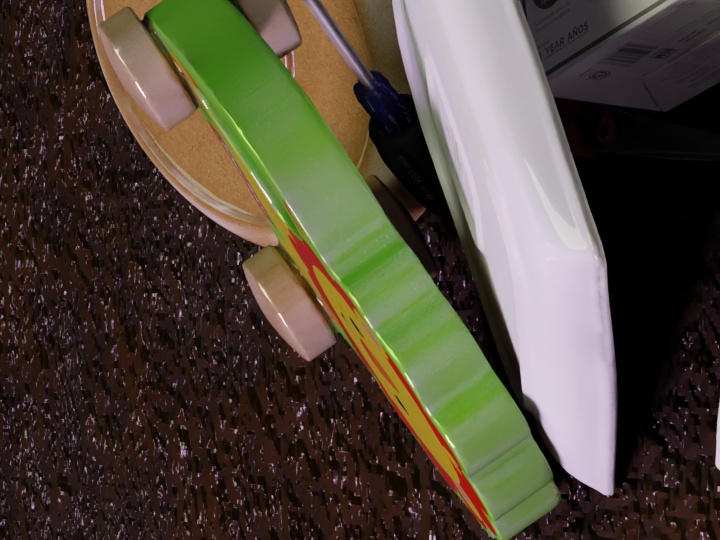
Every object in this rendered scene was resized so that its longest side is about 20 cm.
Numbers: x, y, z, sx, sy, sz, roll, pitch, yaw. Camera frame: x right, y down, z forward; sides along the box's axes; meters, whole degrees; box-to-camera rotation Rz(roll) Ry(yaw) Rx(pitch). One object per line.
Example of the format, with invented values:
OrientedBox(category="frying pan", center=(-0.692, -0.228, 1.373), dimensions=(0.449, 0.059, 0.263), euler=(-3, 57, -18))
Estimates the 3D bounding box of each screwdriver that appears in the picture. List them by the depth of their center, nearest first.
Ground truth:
OrientedBox(category="screwdriver", center=(-0.006, -0.078, 1.078), dimensions=(0.029, 0.200, 0.028), euler=(23, 73, 39))

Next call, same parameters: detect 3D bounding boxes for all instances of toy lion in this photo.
OrientedBox(category="toy lion", center=(0.000, 0.000, 1.064), dimensions=(0.200, 0.069, 0.192), euler=(59, 175, -37))

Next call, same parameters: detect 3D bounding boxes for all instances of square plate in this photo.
OrientedBox(category="square plate", center=(0.043, -0.043, 0.999), dimensions=(0.200, 0.028, 0.199), euler=(79, 173, -64))

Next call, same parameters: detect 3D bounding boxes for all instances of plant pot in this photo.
OrientedBox(category="plant pot", center=(-0.045, -0.094, 1.199), dimensions=(0.199, 0.027, 0.201), euler=(22, 126, 34))

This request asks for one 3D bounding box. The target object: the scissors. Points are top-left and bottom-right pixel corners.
OrientedBox(category="scissors", center=(0.084, -0.045, 1.058), dimensions=(0.200, 0.014, 0.074), euler=(42, 123, 56))

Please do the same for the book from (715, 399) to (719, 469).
OrientedBox(category="book", center=(0.174, 0.041, 0.833), dimensions=(0.200, 0.048, 0.134), euler=(43, 129, 56))

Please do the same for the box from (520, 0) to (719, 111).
OrientedBox(category="box", center=(0.098, -0.166, 0.974), dimensions=(0.117, 0.060, 0.201), euler=(-32, 60, 53))
